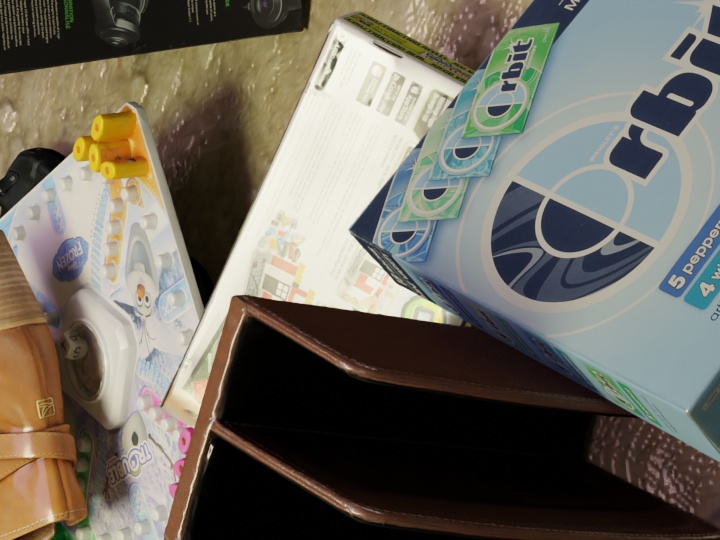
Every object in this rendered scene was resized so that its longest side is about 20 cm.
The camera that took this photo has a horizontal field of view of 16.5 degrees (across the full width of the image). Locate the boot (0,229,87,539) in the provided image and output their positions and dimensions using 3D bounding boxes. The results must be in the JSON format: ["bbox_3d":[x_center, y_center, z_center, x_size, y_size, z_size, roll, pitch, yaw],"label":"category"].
[{"bbox_3d":[-0.213,0.083,1.278,0.200,0.074,0.155,-33,74,55],"label":"boot"}]

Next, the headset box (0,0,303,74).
[{"bbox_3d":[-0.148,-0.153,1.219,0.174,0.200,0.093,8,106,50],"label":"headset box"}]

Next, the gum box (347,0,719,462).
[{"bbox_3d":[0.115,-0.037,0.953,0.170,0.045,0.200,-51,41,-8],"label":"gum box"}]

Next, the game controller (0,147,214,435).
[{"bbox_3d":[-0.140,0.013,1.303,0.200,0.042,0.104,37,125,46],"label":"game controller"}]

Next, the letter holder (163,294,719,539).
[{"bbox_3d":[0.054,0.087,0.937,0.142,0.200,0.101,26,103,47],"label":"letter holder"}]

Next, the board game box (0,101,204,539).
[{"bbox_3d":[-0.137,0.045,1.247,0.200,0.026,0.200,-34,68,51],"label":"board game box"}]

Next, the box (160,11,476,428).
[{"bbox_3d":[0.000,0.000,1.098,0.110,0.035,0.200,29,108,10],"label":"box"}]
